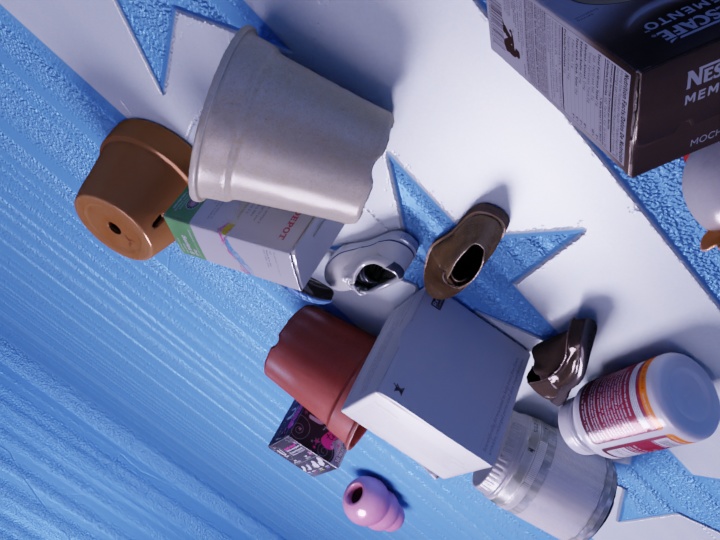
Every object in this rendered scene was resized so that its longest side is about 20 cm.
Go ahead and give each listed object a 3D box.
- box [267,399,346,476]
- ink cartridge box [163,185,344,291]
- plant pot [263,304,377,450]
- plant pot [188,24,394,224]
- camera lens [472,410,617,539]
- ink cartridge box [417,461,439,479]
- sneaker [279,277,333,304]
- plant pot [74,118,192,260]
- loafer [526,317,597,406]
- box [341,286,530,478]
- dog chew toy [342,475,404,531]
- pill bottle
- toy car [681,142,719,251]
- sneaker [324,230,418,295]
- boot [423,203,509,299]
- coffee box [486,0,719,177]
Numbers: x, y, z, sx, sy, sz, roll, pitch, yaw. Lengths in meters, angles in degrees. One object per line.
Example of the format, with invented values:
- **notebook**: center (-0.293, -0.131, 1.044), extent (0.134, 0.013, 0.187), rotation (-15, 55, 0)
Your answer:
- **box**: center (-0.069, 0.271, 1.233), extent (0.115, 0.200, 0.132), rotation (34, 146, -8)
- **ink cartridge box**: center (-0.138, -0.074, 0.881), extent (0.200, 0.145, 0.088), rotation (15, 145, 21)
- **plant pot**: center (-0.046, 0.169, 1.105), extent (0.195, 0.201, 0.201), rotation (31, 148, 13)
- **plant pot**: center (-0.068, -0.142, 0.721), extent (0.183, 0.201, 0.200), rotation (19, 147, -5)
- **camera lens**: center (0.309, 0.344, 1.075), extent (0.200, 0.160, 0.160), rotation (27, 147, 4)
- **ink cartridge box**: center (0.105, 0.272, 1.111), extent (0.145, 0.084, 0.200), rotation (42, 175, 14)
- **sneaker**: center (-0.112, -0.024, 0.978), extent (0.200, 0.083, 0.071), rotation (45, 176, -6)
- **plant pot**: center (-0.339, -0.111, 0.992), extent (0.200, 0.140, 0.200), rotation (20, 145, 15)
- **loafer**: center (0.272, 0.128, 0.897), extent (0.071, 0.073, 0.200), rotation (20, 145, 14)
- **box**: center (0.114, 0.165, 0.954), extent (0.200, 0.199, 0.131), rotation (35, 147, -7)
- **dog chew toy**: center (0.044, 0.625, 1.695), extent (0.124, 0.125, 0.200), rotation (-7, 139, 43)
- **pill bottle**: center (0.366, 0.191, 0.874), extent (0.113, 0.113, 0.200), rotation (35, 146, -7)
- **toy car**: center (0.305, -0.093, 0.466), extent (0.184, 0.200, 0.177), rotation (33, 147, -5)
- **sneaker**: center (0.000, 0.000, 0.940), extent (0.073, 0.071, 0.200), rotation (41, 146, -16)
- **boot**: center (0.121, -0.004, 0.840), extent (0.074, 0.076, 0.200), rotation (28, 148, 0)
- **coffee box**: center (0.181, -0.166, 0.446), extent (0.113, 0.200, 0.080), rotation (-23, 135, -3)
